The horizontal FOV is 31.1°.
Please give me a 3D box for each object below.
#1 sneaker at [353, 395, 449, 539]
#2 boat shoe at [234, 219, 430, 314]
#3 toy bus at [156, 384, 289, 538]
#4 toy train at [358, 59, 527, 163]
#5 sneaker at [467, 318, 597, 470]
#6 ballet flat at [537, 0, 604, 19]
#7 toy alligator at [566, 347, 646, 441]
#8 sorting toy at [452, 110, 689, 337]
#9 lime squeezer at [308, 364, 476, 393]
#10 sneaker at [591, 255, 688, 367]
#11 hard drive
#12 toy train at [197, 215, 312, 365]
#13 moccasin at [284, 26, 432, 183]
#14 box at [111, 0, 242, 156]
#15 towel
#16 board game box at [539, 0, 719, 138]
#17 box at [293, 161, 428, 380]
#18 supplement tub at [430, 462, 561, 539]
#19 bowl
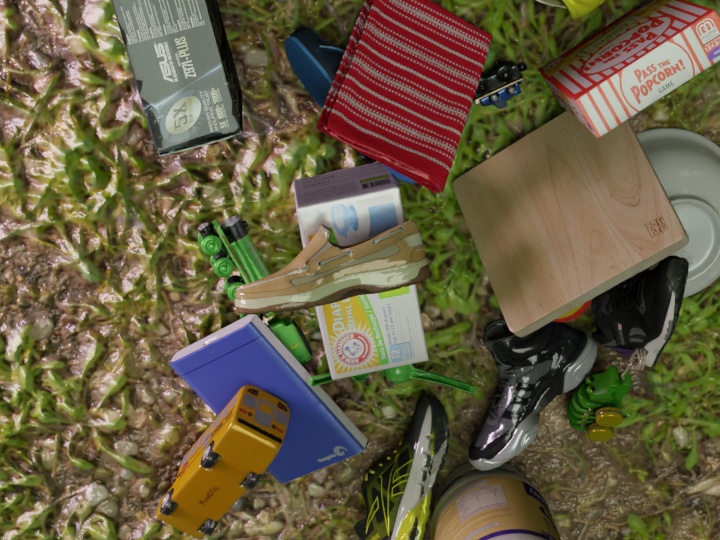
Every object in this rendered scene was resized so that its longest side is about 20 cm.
[{"bbox_3d":[0.043,0.238,1.493,0.084,0.074,0.202,16,94,22],"label":"sneaker"},{"bbox_3d":[-0.033,-0.008,1.295,0.198,0.072,0.077,-13,97,-6],"label":"boat shoe"},{"bbox_3d":[-0.156,0.217,1.442,0.065,0.079,0.200,28,131,-15],"label":"toy bus"},{"bbox_3d":[0.088,-0.165,1.367,0.199,0.034,0.046,-26,114,5],"label":"toy train"},{"bbox_3d":[0.167,0.125,1.465,0.114,0.076,0.200,39,97,-17],"label":"sneaker"},{"bbox_3d":[0.164,-0.322,1.303,0.199,0.067,0.067,33,126,-18],"label":"ballet flat"},{"bbox_3d":[0.267,0.138,1.448,0.054,0.060,0.201,4,147,-3],"label":"toy alligator"},{"bbox_3d":[0.221,-0.052,1.345,0.198,0.201,0.070,-31,146,18],"label":"sorting toy"},{"bbox_3d":[0.030,0.112,1.449,0.198,0.071,0.038,5,93,-20],"label":"lime squeezer"},{"bbox_3d":[0.289,0.042,1.375,0.087,0.076,0.200,16,154,9],"label":"sneaker"},{"bbox_3d":[-0.102,0.147,1.442,0.131,0.025,0.200,-26,114,34],"label":"hard drive"},{"bbox_3d":[-0.114,0.027,1.419,0.056,0.042,0.201,-29,111,-5],"label":"toy train"},{"bbox_3d":[0.007,-0.177,1.329,0.068,0.080,0.200,-43,91,-16],"label":"moccasin"},{"bbox_3d":[-0.179,-0.234,1.247,0.085,0.164,0.202,-14,112,0],"label":"box"},{"bbox_3d":[0.049,-0.189,1.294,0.144,0.022,0.201,26,64,-14],"label":"towel"},{"bbox_3d":[0.267,-0.207,1.278,0.151,0.200,0.046,-33,105,7],"label":"board game box"},{"bbox_3d":[0.000,0.000,1.384,0.111,0.101,0.202,-12,111,-1],"label":"box"},{"bbox_3d":[0.156,0.318,1.465,0.144,0.200,0.147,-2,111,-4],"label":"supplement tub"},{"bbox_3d":[0.334,-0.046,1.405,0.199,0.090,0.203,-2,110,-4],"label":"bowl"}]
